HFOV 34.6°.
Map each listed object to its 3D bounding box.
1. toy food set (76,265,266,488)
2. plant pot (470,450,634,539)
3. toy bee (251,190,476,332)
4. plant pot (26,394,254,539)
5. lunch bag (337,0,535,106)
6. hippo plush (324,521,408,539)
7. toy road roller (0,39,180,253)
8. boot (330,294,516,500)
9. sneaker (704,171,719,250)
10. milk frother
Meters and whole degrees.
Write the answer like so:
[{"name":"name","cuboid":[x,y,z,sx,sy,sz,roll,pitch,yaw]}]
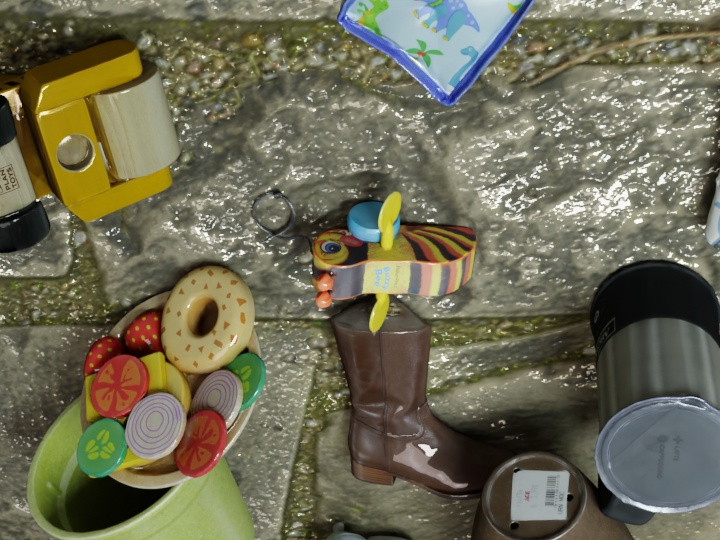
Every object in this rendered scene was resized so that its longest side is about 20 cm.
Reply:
[{"name":"toy food set","cuboid":[-0.175,0.103,1.056,0.197,0.201,0.049,-19,148,14]},{"name":"plant pot","cuboid":[0.175,0.262,1.064,0.184,0.189,0.202,-6,135,14]},{"name":"toy bee","cuboid":[0.000,0.000,1.000,0.197,0.109,0.132,-10,123,17]},{"name":"plant pot","cuboid":[-0.200,0.231,1.154,0.197,0.202,0.186,-11,132,17]},{"name":"lunch bag","cuboid":[0.092,-0.240,0.787,0.126,0.171,0.201,33,121,-11]},{"name":"hippo plush","cuboid":[-0.010,0.352,1.236,0.196,0.159,0.164,3,94,-9]},{"name":"toy road roller","cuboid":[-0.267,-0.119,0.984,0.198,0.146,0.125,-23,124,-19]},{"name":"boot","cuboid":[0.067,0.117,1.096,0.183,0.065,0.203,1,118,8]},{"name":"sneaker","cuboid":[0.312,-0.104,0.906,0.072,0.071,0.202,38,136,27]},{"name":"milk frother","cuboid":[0.293,0.119,0.972,0.196,0.189,0.183,1,124,10]}]
